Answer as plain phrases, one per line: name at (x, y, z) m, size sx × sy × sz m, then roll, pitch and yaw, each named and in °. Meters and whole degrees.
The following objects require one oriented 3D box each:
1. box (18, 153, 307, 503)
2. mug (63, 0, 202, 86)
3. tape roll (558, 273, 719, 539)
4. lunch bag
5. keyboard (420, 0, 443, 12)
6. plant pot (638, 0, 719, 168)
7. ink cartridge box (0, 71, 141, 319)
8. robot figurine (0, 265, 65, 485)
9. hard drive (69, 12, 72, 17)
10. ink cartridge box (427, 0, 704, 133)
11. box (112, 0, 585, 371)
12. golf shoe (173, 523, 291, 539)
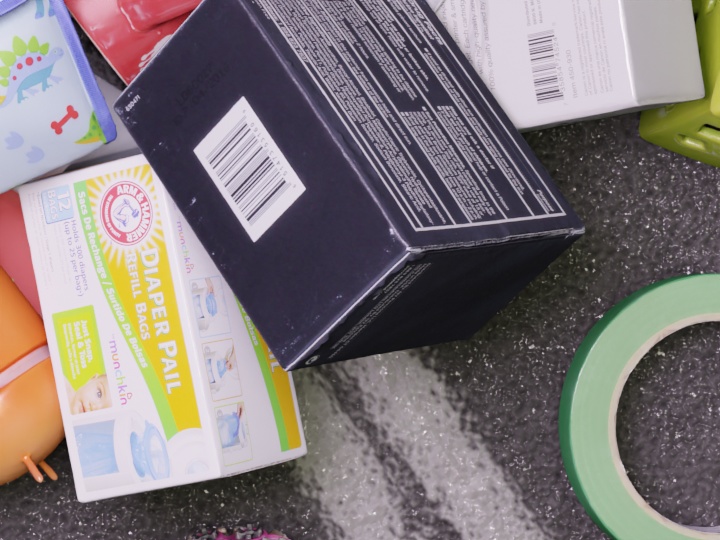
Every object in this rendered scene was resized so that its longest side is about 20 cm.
box at (-0.121, 0.030, 1.547) m, size 0.112 × 0.101 × 0.201 m, roll -13°, pitch 88°, yaw 30°
mug at (-0.092, -0.212, 1.519) m, size 0.200 × 0.178 × 0.134 m, roll -36°, pitch 84°, yaw 1°
tape roll at (0.232, 0.102, 1.671) m, size 0.199 × 0.048 × 0.202 m, roll 0°, pitch 89°, yaw -5°
lunch bag at (-0.260, -0.136, 1.478) m, size 0.170 × 0.127 × 0.201 m, roll -26°, pitch 109°, yaw -15°
keyboard at (0.013, -0.159, 1.608) m, size 0.200 × 0.011 × 0.056 m, roll -53°, pitch 58°, yaw 31°
plant pot at (0.309, -0.153, 1.614) m, size 0.198 × 0.181 × 0.201 m, roll 17°, pitch 89°, yaw -5°
ink cartridge box at (-0.151, -0.011, 1.640) m, size 0.200 × 0.044 × 0.174 m, roll 33°, pitch 86°, yaw -4°
robot figurine at (-0.254, 0.051, 1.566) m, size 0.200 × 0.144 × 0.117 m, roll 52°, pitch 43°, yaw 2°
hard drive at (-0.253, -0.158, 1.589) m, size 0.200 × 0.132 × 0.026 m, roll -40°, pitch 65°, yaw -6°
ink cartridge box at (0.104, -0.162, 1.589) m, size 0.083 × 0.199 × 0.148 m, roll -9°, pitch 91°, yaw -49°
box at (-0.004, -0.059, 1.495) m, size 0.123 × 0.198 × 0.200 m, roll -44°, pitch 69°, yaw 30°
golf shoe at (-0.126, 0.230, 1.631) m, size 0.199 × 0.073 × 0.092 m, roll -22°, pitch 109°, yaw 5°
